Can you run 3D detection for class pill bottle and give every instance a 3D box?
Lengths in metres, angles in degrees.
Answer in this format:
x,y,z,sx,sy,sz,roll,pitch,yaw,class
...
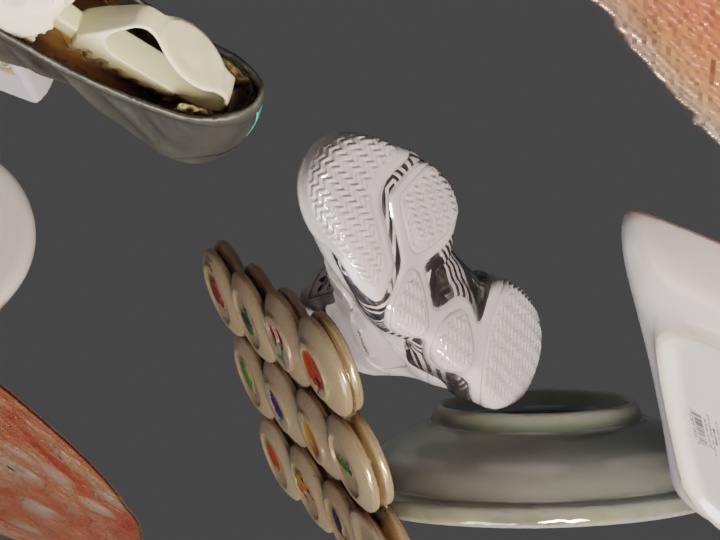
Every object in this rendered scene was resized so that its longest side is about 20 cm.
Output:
x,y,z,sx,sy,sz,roll,pitch,yaw,class
-0.276,-0.004,1.236,0.112,0.112,0.200,32,159,-11,pill bottle

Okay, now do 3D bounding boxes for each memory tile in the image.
x,y,z,sx,sy,sz,roll,pitch,yaw,class
-0.028,0.073,0.977,0.200,0.017,0.154,31,141,65,memory tile

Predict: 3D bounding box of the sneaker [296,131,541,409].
x,y,z,sx,sy,sz,roll,pitch,yaw,class
0.000,0.000,0.951,0.115,0.075,0.200,9,154,38,sneaker

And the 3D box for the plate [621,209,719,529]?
x,y,z,sx,sy,sz,roll,pitch,yaw,class
0.194,0.081,0.801,0.200,0.032,0.200,27,152,35,plate

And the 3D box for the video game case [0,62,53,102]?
x,y,z,sx,sy,sz,roll,pitch,yaw,class
-0.256,-0.167,0.953,0.182,0.023,0.200,21,158,18,video game case

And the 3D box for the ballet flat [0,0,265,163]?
x,y,z,sx,sy,sz,roll,pitch,yaw,class
-0.123,-0.115,0.862,0.200,0.068,0.068,28,152,-30,ballet flat

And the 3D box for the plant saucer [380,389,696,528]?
x,y,z,sx,sy,sz,roll,pitch,yaw,class
0.092,0.092,1.014,0.199,0.050,0.200,-1,-177,0,plant saucer
